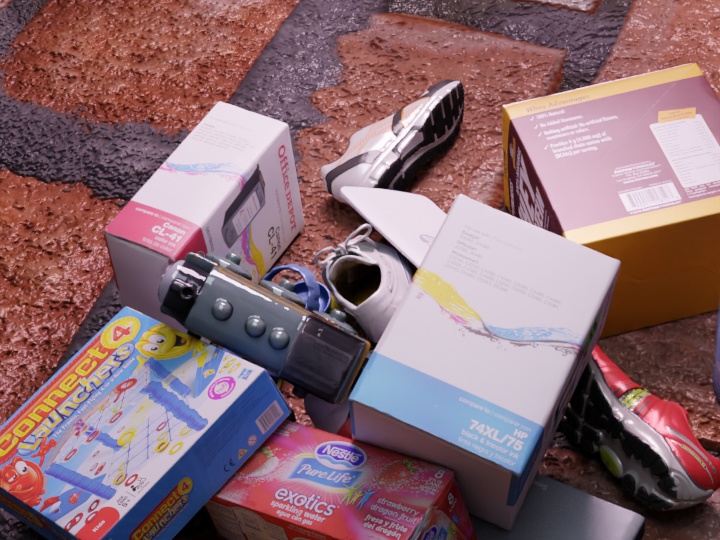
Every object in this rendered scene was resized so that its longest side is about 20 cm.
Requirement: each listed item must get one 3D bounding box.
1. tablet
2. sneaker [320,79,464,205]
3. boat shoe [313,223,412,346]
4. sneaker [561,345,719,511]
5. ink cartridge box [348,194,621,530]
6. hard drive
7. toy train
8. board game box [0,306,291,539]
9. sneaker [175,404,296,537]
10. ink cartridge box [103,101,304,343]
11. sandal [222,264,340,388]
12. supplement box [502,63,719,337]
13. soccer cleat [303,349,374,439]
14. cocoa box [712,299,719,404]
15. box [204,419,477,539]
[{"bbox_3d":[0.080,-0.020,1.511,0.130,0.014,0.200,4,31,-46],"label":"tablet"},{"bbox_3d":[0.035,-0.137,1.636,0.080,0.074,0.200,23,52,30],"label":"sneaker"},{"bbox_3d":[-0.004,0.003,1.454,0.075,0.086,0.202,-40,23,8],"label":"boat shoe"},{"bbox_3d":[0.237,0.130,1.376,0.085,0.077,0.200,-8,44,-30],"label":"sneaker"},{"bbox_3d":[0.099,0.074,1.289,0.146,0.147,0.200,23,67,12],"label":"ink cartridge box"},{"bbox_3d":[0.124,0.253,1.284,0.140,0.033,0.200,20,52,24],"label":"hard drive"},{"bbox_3d":[-0.080,0.047,1.352,0.200,0.114,0.085,28,89,0],"label":"toy train"},{"bbox_3d":[-0.193,0.138,1.314,0.196,0.056,0.200,20,57,44],"label":"board game box"},{"bbox_3d":[-0.137,0.179,1.353,0.200,0.076,0.091,-32,41,-10],"label":"sneaker"},{"bbox_3d":[-0.144,-0.039,1.512,0.086,0.148,0.200,21,53,24],"label":"ink cartridge box"},{"bbox_3d":[-0.092,0.066,1.450,0.079,0.087,0.200,20,54,21],"label":"sandal"},{"bbox_3d":[0.255,-0.065,1.501,0.197,0.133,0.200,-13,47,-5],"label":"supplement box"},{"bbox_3d":[0.040,0.089,1.427,0.200,0.069,0.085,-37,57,-20],"label":"soccer cleat"},{"bbox_3d":[0.381,0.116,1.314,0.131,0.133,0.200,-10,46,-2],"label":"cocoa box"},{"bbox_3d":[-0.017,0.199,1.281,0.200,0.100,0.095,13,49,34],"label":"box"}]
